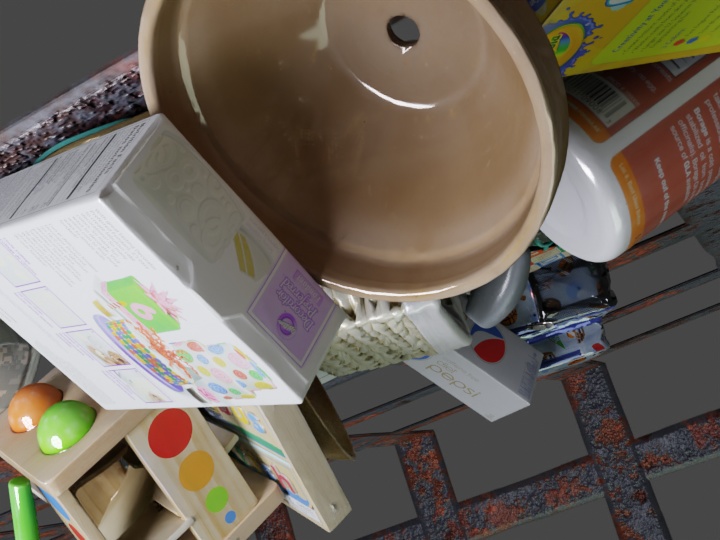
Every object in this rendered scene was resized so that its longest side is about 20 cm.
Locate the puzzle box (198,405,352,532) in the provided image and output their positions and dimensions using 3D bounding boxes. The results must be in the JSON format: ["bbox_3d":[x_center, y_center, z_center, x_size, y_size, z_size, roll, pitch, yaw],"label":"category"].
[{"bbox_3d":[-0.099,0.104,0.782,0.025,0.134,0.199,-41,-145,-26],"label":"puzzle box"}]

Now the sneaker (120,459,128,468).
[{"bbox_3d":[-0.174,0.098,0.902,0.076,0.148,0.201,18,-171,43],"label":"sneaker"}]

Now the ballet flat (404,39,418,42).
[{"bbox_3d":[0.052,-0.092,0.685,0.067,0.069,0.200,-36,163,10],"label":"ballet flat"}]

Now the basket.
[{"bbox_3d":[0.000,0.000,0.808,0.122,0.137,0.200,-18,165,9],"label":"basket"}]

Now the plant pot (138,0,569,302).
[{"bbox_3d":[0.005,-0.090,0.492,0.200,0.201,0.093,-34,-161,45],"label":"plant pot"}]

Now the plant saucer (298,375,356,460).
[{"bbox_3d":[-0.069,0.068,0.824,0.035,0.202,0.200,-32,165,-1],"label":"plant saucer"}]

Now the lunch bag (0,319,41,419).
[{"bbox_3d":[-0.333,0.086,0.723,0.198,0.119,0.163,-25,167,29],"label":"lunch bag"}]

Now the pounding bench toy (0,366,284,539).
[{"bbox_3d":[-0.185,0.152,0.724,0.200,0.157,0.123,-43,-148,-25],"label":"pounding bench toy"}]

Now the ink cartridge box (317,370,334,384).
[{"bbox_3d":[-0.027,0.042,0.970,0.199,0.110,0.050,-30,123,35],"label":"ink cartridge box"}]

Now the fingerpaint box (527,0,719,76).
[{"bbox_3d":[0.157,-0.176,0.490,0.165,0.074,0.200,-13,164,-24],"label":"fingerpaint box"}]

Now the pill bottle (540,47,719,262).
[{"bbox_3d":[0.189,-0.104,0.654,0.199,0.113,0.112,-35,169,-13],"label":"pill bottle"}]

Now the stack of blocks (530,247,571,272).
[{"bbox_3d":[0.158,-0.053,0.961,0.114,0.059,0.200,-24,164,18],"label":"stack of blocks"}]

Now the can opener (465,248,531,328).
[{"bbox_3d":[0.111,-0.055,0.741,0.052,0.066,0.202,-19,135,-40],"label":"can opener"}]

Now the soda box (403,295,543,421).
[{"bbox_3d":[0.084,0.067,1.065,0.199,0.064,0.068,35,143,-15],"label":"soda box"}]

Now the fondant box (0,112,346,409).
[{"bbox_3d":[-0.123,0.007,0.568,0.199,0.145,0.059,-8,-138,48],"label":"fondant box"}]

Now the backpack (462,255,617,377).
[{"bbox_3d":[0.185,0.044,1.192,0.187,0.157,0.200,-9,169,5],"label":"backpack"}]

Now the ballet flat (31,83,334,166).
[{"bbox_3d":[-0.102,-0.063,0.592,0.198,0.064,0.069,-24,166,17],"label":"ballet flat"}]

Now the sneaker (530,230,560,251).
[{"bbox_3d":[0.152,-0.047,0.809,0.200,0.091,0.077,-46,157,16],"label":"sneaker"}]
